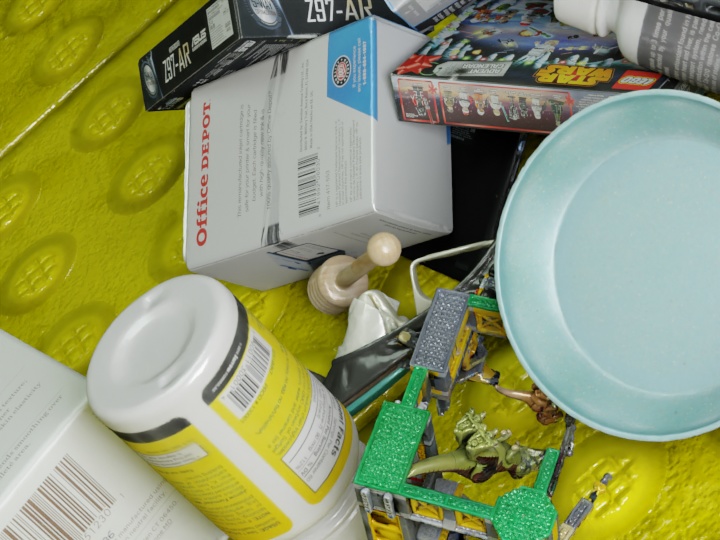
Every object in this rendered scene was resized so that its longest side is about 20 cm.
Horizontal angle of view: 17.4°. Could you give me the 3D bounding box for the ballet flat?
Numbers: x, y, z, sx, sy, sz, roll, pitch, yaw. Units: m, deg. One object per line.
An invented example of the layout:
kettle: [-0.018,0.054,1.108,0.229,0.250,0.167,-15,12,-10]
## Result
ballet flat: [0.040,0.032,1.578,0.200,0.069,0.068,-32,-5,9]

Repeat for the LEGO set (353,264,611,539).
LEGO set: [0.081,0.111,1.440,0.153,0.116,0.201,5,57,12]

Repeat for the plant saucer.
plant saucer: [0.173,-0.003,1.350,0.199,0.036,0.201,-1,88,29]

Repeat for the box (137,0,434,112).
box: [-0.059,-0.169,1.771,0.200,0.160,0.044,-26,72,63]

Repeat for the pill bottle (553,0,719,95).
pill bottle: [0.231,-0.170,1.488,0.199,0.113,0.113,21,64,14]

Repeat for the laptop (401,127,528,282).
laptop: [0.100,-0.097,1.710,0.187,0.116,0.201,25,100,54]

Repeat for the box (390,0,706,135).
box: [0.140,-0.139,1.605,0.199,0.040,0.137,7,33,31]

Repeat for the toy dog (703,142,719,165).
toy dog: [0.288,-0.078,1.355,0.200,0.139,0.195,-20,84,39]

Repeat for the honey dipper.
honey dipper: [0.000,0.000,1.598,0.038,0.038,0.200,-53,5,-14]

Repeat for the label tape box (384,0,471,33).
label tape box: [0.098,-0.248,1.621,0.200,0.066,0.143,-31,-5,7]

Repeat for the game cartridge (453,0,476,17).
game cartridge: [0.144,-0.263,1.796,0.200,0.038,0.130,-33,30,-3]

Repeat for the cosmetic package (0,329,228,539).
cosmetic package: [-0.229,0.162,1.626,0.168,0.166,0.200,-51,36,-12]

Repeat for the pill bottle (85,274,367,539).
pill bottle: [-0.073,0.104,1.500,0.114,0.200,0.115,-26,38,22]

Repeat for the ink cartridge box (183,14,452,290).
ink cartridge box: [-0.033,-0.081,1.699,0.200,0.086,0.147,-17,66,44]

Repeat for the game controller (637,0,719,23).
game controller: [0.211,-0.198,1.402,0.200,0.042,0.105,21,75,35]

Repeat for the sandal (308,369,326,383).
sandal: [-0.095,0.083,1.674,0.200,0.055,0.082,13,62,50]
